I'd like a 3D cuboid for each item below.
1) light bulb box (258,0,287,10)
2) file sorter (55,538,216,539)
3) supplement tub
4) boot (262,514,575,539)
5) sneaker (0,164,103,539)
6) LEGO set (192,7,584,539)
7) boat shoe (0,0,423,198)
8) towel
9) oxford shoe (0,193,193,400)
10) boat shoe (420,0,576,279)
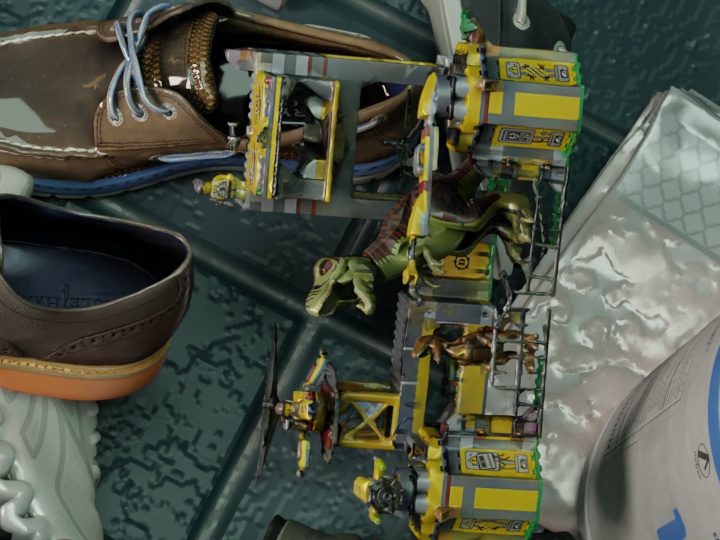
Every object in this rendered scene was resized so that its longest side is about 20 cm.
[{"bbox_3d":[-0.064,-0.249,0.929,0.200,0.125,0.199,30,69,0],"label":"light bulb box"},{"bbox_3d":[-0.132,0.151,0.633,0.199,0.126,0.139,1,60,-21],"label":"file sorter"},{"bbox_3d":[0.159,0.069,0.788,0.131,0.200,0.133,3,72,-9],"label":"supplement tub"},{"bbox_3d":[0.018,0.188,0.840,0.130,0.068,0.201,-1,67,-2],"label":"boot"},{"bbox_3d":[-0.123,0.048,0.855,0.081,0.075,0.201,-20,77,-24],"label":"sneaker"},{"bbox_3d":[0.000,0.000,0.808,0.115,0.154,0.201,4,106,-10],"label":"LEGO set"},{"bbox_3d":[-0.072,-0.074,0.898,0.199,0.072,0.073,-3,73,-10],"label":"boat shoe"},{"bbox_3d":[0.157,0.047,0.918,0.200,0.032,0.191,33,70,3],"label":"towel"},{"bbox_3d":[-0.154,-0.002,0.788,0.199,0.073,0.072,2,58,-23],"label":"oxford shoe"},{"bbox_3d":[0.057,-0.095,0.925,0.060,0.076,0.201,-9,75,-6],"label":"boat shoe"}]
